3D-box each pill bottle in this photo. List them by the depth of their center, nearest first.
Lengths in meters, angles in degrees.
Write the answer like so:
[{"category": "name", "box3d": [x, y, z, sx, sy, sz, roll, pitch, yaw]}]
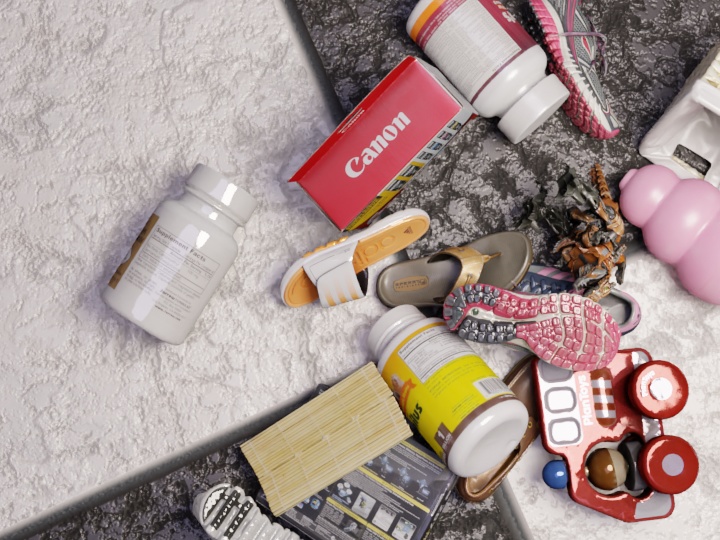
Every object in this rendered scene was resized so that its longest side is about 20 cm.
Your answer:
[{"category": "pill bottle", "box3d": [0.093, 0.131, 1.107, 0.109, 0.109, 0.200, -40, 54, -2]}, {"category": "pill bottle", "box3d": [-0.213, -0.022, 1.162, 0.114, 0.114, 0.201, 32, 85, 5]}, {"category": "pill bottle", "box3d": [0.156, -0.260, 1.177, 0.109, 0.110, 0.200, -40, 84, -3]}]

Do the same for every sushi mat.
[{"category": "sushi mat", "box3d": [-0.041, 0.196, 1.116, 0.199, 0.012, 0.096, -33, 70, 13]}]

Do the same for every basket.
[{"category": "basket", "box3d": [0.431, -0.179, 1.116, 0.135, 0.200, 0.124, 35, 81, 6]}]

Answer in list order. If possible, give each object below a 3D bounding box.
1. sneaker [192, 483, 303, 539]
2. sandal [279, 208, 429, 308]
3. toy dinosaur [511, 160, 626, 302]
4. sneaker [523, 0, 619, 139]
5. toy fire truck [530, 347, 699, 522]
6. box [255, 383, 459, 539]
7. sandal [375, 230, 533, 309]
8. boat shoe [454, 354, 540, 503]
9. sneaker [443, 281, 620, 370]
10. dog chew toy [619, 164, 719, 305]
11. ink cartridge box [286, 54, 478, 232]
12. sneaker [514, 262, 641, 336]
[{"category": "sneaker", "box3d": [-0.122, 0.330, 1.144, 0.200, 0.081, 0.075, 50, 60, -11]}, {"category": "sandal", "box3d": [-0.002, -0.004, 1.156, 0.205, 0.079, 0.060, -29, 55, 4]}, {"category": "toy dinosaur", "box3d": [0.263, -0.052, 1.142, 0.135, 0.201, 0.102, 34, 117, -15]}, {"category": "sneaker", "box3d": [0.273, -0.258, 1.188, 0.074, 0.081, 0.202, -22, 83, -2]}, {"category": "toy fire truck", "box3d": [0.287, 0.188, 1.116, 0.166, 0.112, 0.202, -5, 83, -2]}, {"category": "box", "box3d": [-0.003, 0.251, 1.133, 0.199, 0.049, 0.162, 28, 89, 20]}, {"category": "sandal", "box3d": [0.109, 0.000, 1.160, 0.198, 0.055, 0.083, -9, 72, 14]}, {"category": "boat shoe", "box3d": [0.178, 0.190, 1.146, 0.072, 0.068, 0.201, 32, 86, 5]}, {"category": "sneaker", "box3d": [0.193, 0.054, 1.084, 0.198, 0.075, 0.081, 16, 94, 6]}, {"category": "dog chew toy", "box3d": [0.395, -0.051, 1.144, 0.200, 0.125, 0.125, 40, 86, 14]}, {"category": "ink cartridge box", "box3d": [0.029, -0.142, 1.112, 0.084, 0.175, 0.200, 46, 105, 6]}, {"category": "sneaker", "box3d": [0.240, 0.028, 1.154, 0.198, 0.082, 0.071, 12, 83, 7]}]
